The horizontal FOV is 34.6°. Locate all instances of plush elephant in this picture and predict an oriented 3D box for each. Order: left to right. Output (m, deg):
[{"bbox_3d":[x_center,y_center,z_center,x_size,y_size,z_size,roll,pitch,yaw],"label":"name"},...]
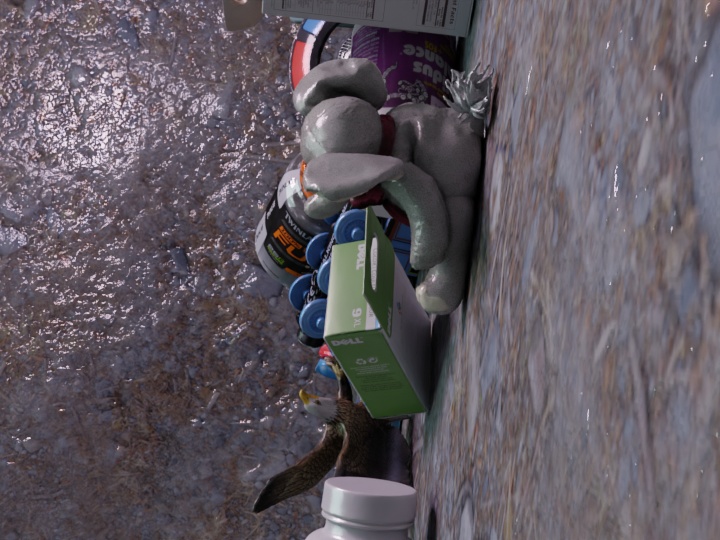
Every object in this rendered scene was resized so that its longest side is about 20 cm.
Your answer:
[{"bbox_3d":[0.016,-0.082,0.927,0.166,0.153,0.201,-86,3,-46],"label":"plush elephant"}]

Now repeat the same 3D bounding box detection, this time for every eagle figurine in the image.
[{"bbox_3d":[-0.019,0.180,1.220,0.152,0.149,0.202,120,166,-58],"label":"eagle figurine"}]

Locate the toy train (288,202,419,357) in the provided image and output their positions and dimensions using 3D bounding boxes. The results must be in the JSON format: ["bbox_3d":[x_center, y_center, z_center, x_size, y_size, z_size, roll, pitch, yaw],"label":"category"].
[{"bbox_3d":[0.000,0.000,1.236,0.087,0.113,0.202,-119,47,-59],"label":"toy train"}]

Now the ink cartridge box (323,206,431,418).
[{"bbox_3d":[0.011,0.041,1.067,0.201,0.059,0.105,61,-153,-49],"label":"ink cartridge box"}]

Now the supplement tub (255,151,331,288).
[{"bbox_3d":[-0.046,-0.067,1.354,0.200,0.121,0.124,126,153,-60],"label":"supplement tub"}]

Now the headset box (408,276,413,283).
[{"bbox_3d":[0.032,-0.038,1.488,0.200,0.076,0.151,98,177,-75],"label":"headset box"}]

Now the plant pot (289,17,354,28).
[{"bbox_3d":[0.017,-0.403,1.487,0.200,0.193,0.199,-114,29,-72],"label":"plant pot"}]

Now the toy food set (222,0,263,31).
[{"bbox_3d":[-0.114,-0.356,1.130,0.144,0.060,0.202,99,177,-71],"label":"toy food set"}]

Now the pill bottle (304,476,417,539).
[{"bbox_3d":[-0.001,0.285,0.990,0.111,0.110,0.203,-175,91,-88],"label":"pill bottle"}]

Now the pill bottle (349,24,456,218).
[{"bbox_3d":[0.039,-0.159,1.156,0.113,0.111,0.202,100,175,-64],"label":"pill bottle"}]

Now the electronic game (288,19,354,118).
[{"bbox_3d":[0.005,-0.249,1.363,0.042,0.198,0.203,20,-106,-65],"label":"electronic game"}]

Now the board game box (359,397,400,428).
[{"bbox_3d":[0.026,0.164,1.466,0.151,0.046,0.203,-93,9,-77],"label":"board game box"}]

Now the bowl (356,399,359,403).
[{"bbox_3d":[0.004,0.302,1.777,0.201,0.039,0.203,-174,90,-88],"label":"bowl"}]

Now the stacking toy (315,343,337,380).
[{"bbox_3d":[0.012,0.067,1.675,0.116,0.108,0.202,92,-165,-84],"label":"stacking toy"}]

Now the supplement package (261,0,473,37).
[{"bbox_3d":[0.014,-0.334,1.095,0.153,0.197,0.152,-86,2,-48],"label":"supplement package"}]
